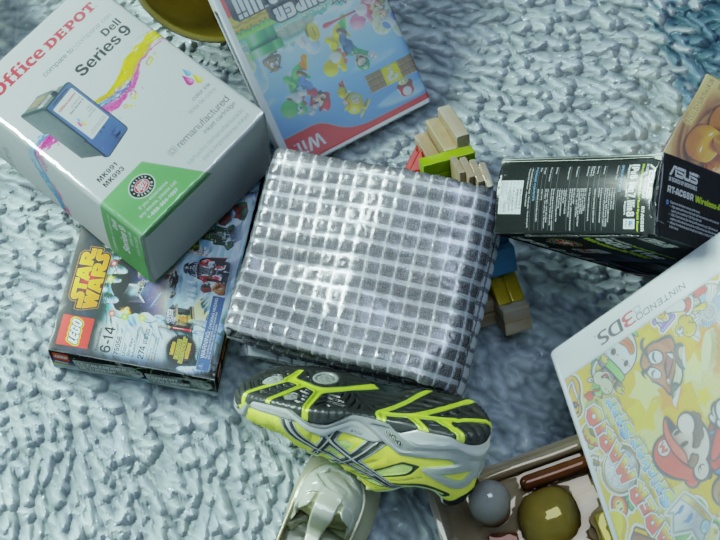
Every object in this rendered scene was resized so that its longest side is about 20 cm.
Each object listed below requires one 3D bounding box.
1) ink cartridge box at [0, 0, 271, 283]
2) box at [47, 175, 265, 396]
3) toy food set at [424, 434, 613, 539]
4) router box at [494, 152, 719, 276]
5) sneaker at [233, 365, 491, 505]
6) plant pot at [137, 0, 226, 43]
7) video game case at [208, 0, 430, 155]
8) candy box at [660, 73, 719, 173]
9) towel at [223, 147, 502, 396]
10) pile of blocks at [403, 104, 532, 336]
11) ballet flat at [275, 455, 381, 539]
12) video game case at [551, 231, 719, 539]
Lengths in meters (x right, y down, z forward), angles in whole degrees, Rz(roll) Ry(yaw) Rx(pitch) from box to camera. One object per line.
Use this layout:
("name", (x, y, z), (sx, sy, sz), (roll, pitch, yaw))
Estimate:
("ink cartridge box", (-0.192, -0.113, 1.264), (0.200, 0.088, 0.145), (38, 70, 18))
("box", (-0.162, -0.007, 1.284), (0.136, 0.040, 0.201), (9, 65, 3))
("toy food set", (0.160, 0.189, 1.177), (0.199, 0.060, 0.144), (-20, 66, 5))
("router box", (0.221, -0.038, 1.202), (0.199, 0.149, 0.063), (13, 82, -44))
("sneaker", (-0.004, 0.125, 1.170), (0.199, 0.077, 0.075), (13, 26, 19))
("plant pot", (-0.138, -0.315, 1.362), (0.199, 0.201, 0.142), (-29, 38, -15))
("video game case", (-0.041, -0.203, 1.332), (0.142, 0.017, 0.201), (-28, 104, -15))
("candy box", (0.349, -0.067, 1.323), (0.199, 0.055, 0.116), (29, 67, 11))
("towel", (0.000, 0.000, 1.222), (0.199, 0.086, 0.167), (11, 83, 14))
("pile of blocks", (0.078, -0.038, 1.285), (0.062, 0.082, 0.201), (-16, 67, -10))
("ballet flat", (-0.034, 0.203, 1.177), (0.069, 0.070, 0.201), (21, 66, 7))
("video game case", (0.228, 0.102, 1.106), (0.023, 0.182, 0.201), (10, 53, -40))
